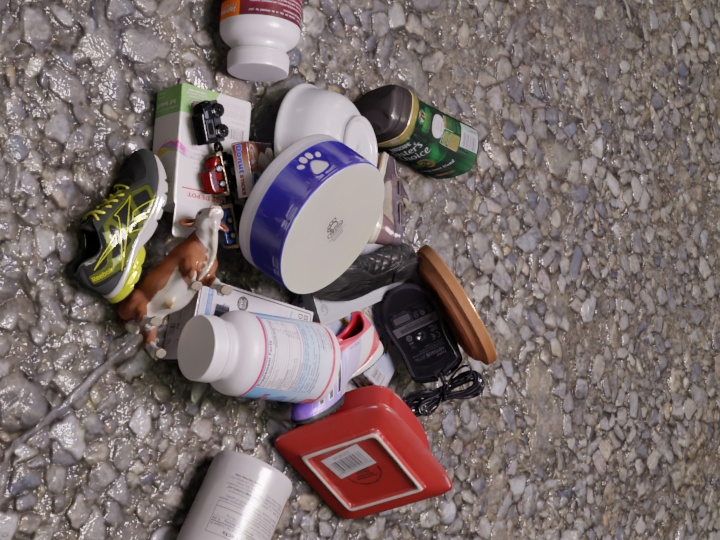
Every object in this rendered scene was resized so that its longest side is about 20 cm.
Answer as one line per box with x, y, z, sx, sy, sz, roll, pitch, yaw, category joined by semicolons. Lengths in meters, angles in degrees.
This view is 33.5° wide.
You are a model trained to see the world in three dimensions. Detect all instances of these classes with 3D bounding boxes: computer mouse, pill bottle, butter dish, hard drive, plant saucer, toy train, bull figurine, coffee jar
0.091;0.110;1.780;0.053;0.138;0.201;-86;155;-78;computer mouse
-0.176;0.346;1.545;0.114;0.114;0.201;41;60;-33;pill bottle
0.012;0.236;1.711;0.200;0.199;0.148;51;32;-29;butter dish
-0.130;0.110;1.532;0.199;0.108;0.110;12;78;-41;pill bottle
-0.011;-0.011;1.737;0.199;0.027;0.133;-23;100;-40;hard drive
-0.136;-0.370;1.647;0.112;0.113;0.202;10;79;-42;pill bottle
0.136;0.055;1.772;0.032;0.200;0.201;-31;111;-3;plant saucer
-0.183;-0.119;1.542;0.046;0.034;0.202;-16;98;-40;toy train
-0.224;0.013;1.485;0.200;0.122;0.065;-47;126;9;bull figurine
0.084;-0.214;1.848;0.199;0.104;0.086;23;68;-39;coffee jar

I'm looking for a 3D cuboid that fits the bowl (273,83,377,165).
-0.036;-0.168;1.699;0.201;0.090;0.203;7;82;-62;bowl

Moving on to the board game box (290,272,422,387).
0.008;0.046;1.795;0.200;0.041;0.200;49;56;-28;board game box

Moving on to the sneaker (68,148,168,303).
-0.302;-0.064;1.490;0.084;0.074;0.201;24;70;-39;sneaker

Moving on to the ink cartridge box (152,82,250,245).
-0.214;-0.133;1.584;0.117;0.067;0.202;11;79;-42;ink cartridge box

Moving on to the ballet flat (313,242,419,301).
0.000;0.000;1.704;0.199;0.057;0.067;-13;137;-41;ballet flat

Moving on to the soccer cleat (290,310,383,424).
-0.041;0.136;1.663;0.200;0.068;0.074;-45;122;-41;soccer cleat

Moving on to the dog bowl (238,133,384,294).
-0.061;-0.072;1.563;0.200;0.079;0.201;-39;149;-29;dog bowl

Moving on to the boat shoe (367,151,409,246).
0.037;-0.098;1.723;0.064;0.072;0.201;22;33;-11;boat shoe

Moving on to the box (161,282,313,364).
-0.163;0.087;1.618;0.199;0.060;0.118;22;72;-40;box

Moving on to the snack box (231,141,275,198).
-0.132;-0.135;1.616;0.200;0.024;0.072;-22;105;-79;snack box
